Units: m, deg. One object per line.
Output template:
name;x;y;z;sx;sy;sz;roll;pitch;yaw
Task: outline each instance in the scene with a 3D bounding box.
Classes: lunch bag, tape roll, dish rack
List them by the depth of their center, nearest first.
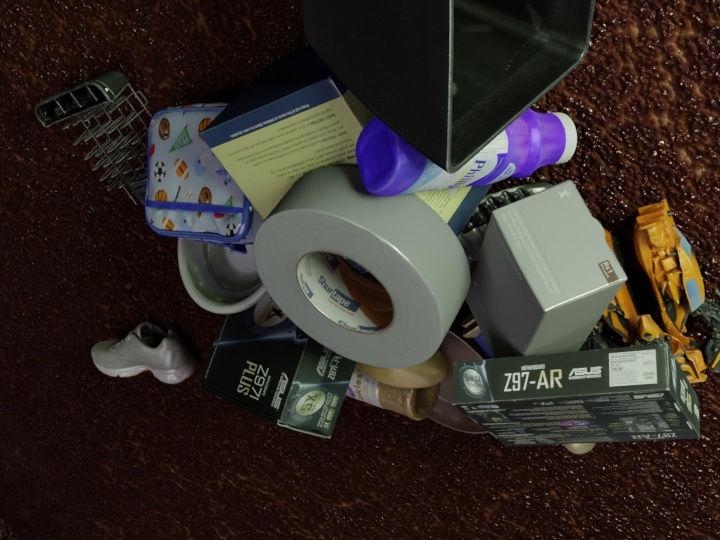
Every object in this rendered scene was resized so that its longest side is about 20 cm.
tape roll;0.000;0.000;0.935;0.200;0.066;0.201;22;143;18
lunch bag;-0.161;-0.103;1.109;0.200;0.075;0.161;8;94;44
dish rack;-0.297;-0.152;1.249;0.153;0.055;0.200;-7;126;44

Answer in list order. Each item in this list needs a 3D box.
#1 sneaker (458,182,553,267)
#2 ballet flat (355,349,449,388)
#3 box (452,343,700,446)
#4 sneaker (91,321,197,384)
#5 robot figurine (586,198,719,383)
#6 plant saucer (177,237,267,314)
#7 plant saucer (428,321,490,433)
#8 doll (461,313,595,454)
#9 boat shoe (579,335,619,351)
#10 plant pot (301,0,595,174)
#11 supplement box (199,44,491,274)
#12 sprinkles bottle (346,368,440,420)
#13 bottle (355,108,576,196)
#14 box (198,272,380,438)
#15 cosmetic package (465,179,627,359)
sneaker;0.118;-0.041;1.023;0.200;0.091;0.067;-31;103;25
ballet flat;0.011;0.089;1.184;0.199;0.069;0.063;12;148;36
box;0.208;0.124;0.950;0.199;0.044;0.160;-8;153;26
sneaker;-0.352;0.117;1.584;0.199;0.076;0.092;2;125;27
robot figurine;0.273;0.037;0.960;0.145;0.058;0.200;-14;113;29
plant saucer;-0.130;-0.045;1.156;0.200;0.201;0.050;-4;165;41
plant saucer;0.099;0.118;1.225;0.200;0.035;0.201;27;144;21
doll;0.192;0.131;1.119;0.048;0.136;0.200;-39;98;13
boat shoe;0.198;0.071;1.064;0.200;0.072;0.060;33;109;-1
plant pot;0.058;-0.233;0.769;0.177;0.199;0.200;30;145;28
supplement box;-0.008;-0.116;0.984;0.200;0.134;0.200;-12;122;46
sprinkles bottle;0.002;0.129;1.248;0.200;0.068;0.068;13;138;37
bottle;0.097;-0.108;0.865;0.084;0.199;0.066;-36;66;58
box;-0.082;0.073;1.162;0.086;0.201;0.163;25;173;-43
cosmetic package;0.164;0.016;0.921;0.200;0.090;0.107;85;161;-66
